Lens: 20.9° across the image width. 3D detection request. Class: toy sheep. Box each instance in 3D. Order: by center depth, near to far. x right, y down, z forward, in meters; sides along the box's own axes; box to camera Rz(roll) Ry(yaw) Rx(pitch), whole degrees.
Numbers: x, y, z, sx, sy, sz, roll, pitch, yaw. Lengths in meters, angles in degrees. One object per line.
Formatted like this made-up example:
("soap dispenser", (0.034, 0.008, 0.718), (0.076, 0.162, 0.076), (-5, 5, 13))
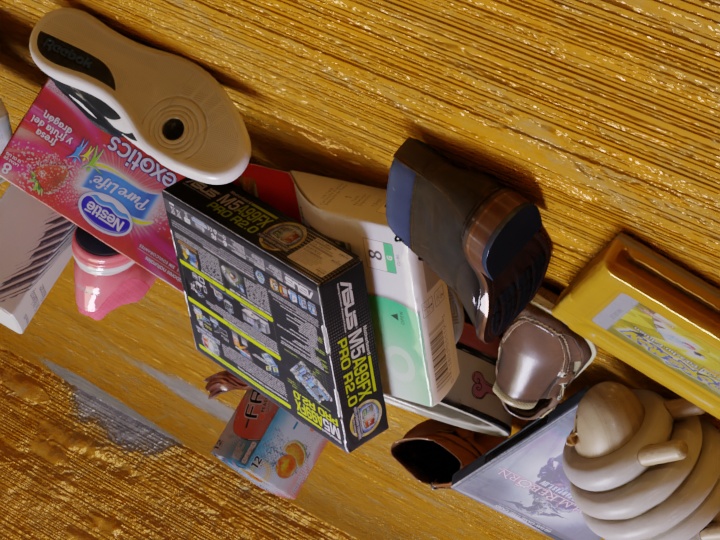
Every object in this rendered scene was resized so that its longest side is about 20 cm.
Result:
("toy sheep", (0.231, 0.164, 1.518), (0.200, 0.138, 0.138), (54, 159, -22))

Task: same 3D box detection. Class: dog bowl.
("dog bowl", (0.045, 0.076, 1.667), (0.199, 0.074, 0.200), (19, 172, 3))

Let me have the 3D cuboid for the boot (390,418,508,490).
("boot", (0.079, 0.188, 1.950), (0.199, 0.077, 0.155), (13, -173, 43))

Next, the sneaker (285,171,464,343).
("sneaker", (0.000, 0.000, 1.576), (0.200, 0.074, 0.116), (39, 171, 7))

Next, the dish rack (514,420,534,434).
("dish rack", (0.247, 0.190, 1.749), (0.199, 0.055, 0.153), (18, 163, 45))

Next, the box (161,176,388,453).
("box", (-0.066, 0.028, 1.494), (0.200, 0.044, 0.161), (30, 141, 43))

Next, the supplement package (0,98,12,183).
("supplement package", (-0.393, -0.135, 1.659), (0.151, 0.151, 0.200), (60, 169, 6))

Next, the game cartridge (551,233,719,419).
("game cartridge", (0.222, 0.050, 1.317), (0.176, 0.033, 0.200), (31, 167, 2))

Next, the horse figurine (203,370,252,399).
("horse figurine", (-0.100, 0.023, 1.738), (0.050, 0.201, 0.132), (-11, -161, -37))

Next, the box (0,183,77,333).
("box", (-0.274, -0.051, 1.704), (0.068, 0.201, 0.082), (30, 168, 4))

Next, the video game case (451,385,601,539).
("video game case", (0.189, 0.172, 1.655), (0.142, 0.019, 0.200), (28, 141, -19))

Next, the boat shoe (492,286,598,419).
("boat shoe", (0.138, 0.074, 1.505), (0.074, 0.075, 0.202), (28, 167, 13))

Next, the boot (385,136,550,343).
("boot", (0.072, -0.022, 1.335), (0.097, 0.075, 0.200), (39, 163, 19))

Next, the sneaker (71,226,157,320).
("sneaker", (-0.204, -0.018, 1.746), (0.073, 0.087, 0.200), (22, -154, 16))

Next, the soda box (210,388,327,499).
("soda box", (-0.050, 0.102, 1.765), (0.068, 0.201, 0.063), (38, 165, -33))

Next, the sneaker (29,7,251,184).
("sneaker", (-0.151, -0.120, 1.469), (0.200, 0.073, 0.112), (36, 173, 18))

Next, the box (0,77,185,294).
("box", (-0.191, -0.074, 1.610), (0.199, 0.096, 0.100), (33, -172, -8))

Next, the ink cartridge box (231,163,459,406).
("ink cartridge box", (-0.026, 0.006, 1.480), (0.199, 0.050, 0.162), (12, 130, 31))
